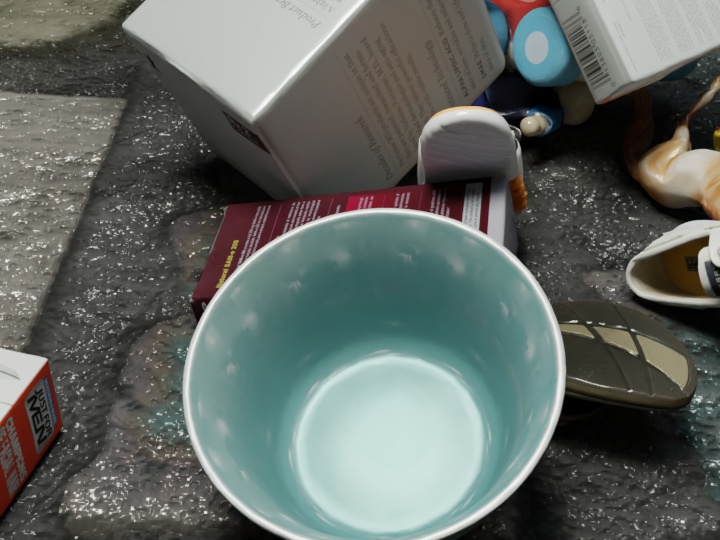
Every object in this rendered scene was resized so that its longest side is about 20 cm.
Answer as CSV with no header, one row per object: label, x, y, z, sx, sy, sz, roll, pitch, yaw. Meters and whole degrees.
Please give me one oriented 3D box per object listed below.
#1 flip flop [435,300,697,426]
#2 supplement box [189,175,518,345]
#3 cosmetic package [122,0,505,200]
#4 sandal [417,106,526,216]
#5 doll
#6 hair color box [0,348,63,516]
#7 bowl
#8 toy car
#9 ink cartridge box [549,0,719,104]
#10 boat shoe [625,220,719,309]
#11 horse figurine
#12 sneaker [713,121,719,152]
flip flop,0.108,0.066,0.702,0.198,0.058,0.081,-4,36,18
supplement box,0.000,0.000,0.731,0.198,0.061,0.109,-4,36,14
cosmetic package,-0.030,-0.165,0.828,0.200,0.165,0.165,-46,54,-8
sandal,0.078,-0.084,0.770,0.078,0.207,0.060,-1,74,4
doll,0.106,-0.137,0.944,0.198,0.049,0.137,-9,31,-14
hair color box,-0.261,0.123,0.606,0.110,0.064,0.201,12,42,14
bowl,0.011,0.076,0.617,0.198,0.105,0.203,-4,57,6
toy car,0.181,-0.263,0.934,0.183,0.202,0.176,-10,21,-38
ink cartridge box,0.224,-0.234,0.867,0.199,0.050,0.164,-24,88,-35
boat shoe,0.249,-0.003,0.717,0.069,0.072,0.199,-22,11,-27
horse figurine,0.266,-0.087,0.854,0.133,0.050,0.199,-53,34,-8
sneaker,0.372,-0.074,0.882,0.199,0.073,0.077,30,69,34
